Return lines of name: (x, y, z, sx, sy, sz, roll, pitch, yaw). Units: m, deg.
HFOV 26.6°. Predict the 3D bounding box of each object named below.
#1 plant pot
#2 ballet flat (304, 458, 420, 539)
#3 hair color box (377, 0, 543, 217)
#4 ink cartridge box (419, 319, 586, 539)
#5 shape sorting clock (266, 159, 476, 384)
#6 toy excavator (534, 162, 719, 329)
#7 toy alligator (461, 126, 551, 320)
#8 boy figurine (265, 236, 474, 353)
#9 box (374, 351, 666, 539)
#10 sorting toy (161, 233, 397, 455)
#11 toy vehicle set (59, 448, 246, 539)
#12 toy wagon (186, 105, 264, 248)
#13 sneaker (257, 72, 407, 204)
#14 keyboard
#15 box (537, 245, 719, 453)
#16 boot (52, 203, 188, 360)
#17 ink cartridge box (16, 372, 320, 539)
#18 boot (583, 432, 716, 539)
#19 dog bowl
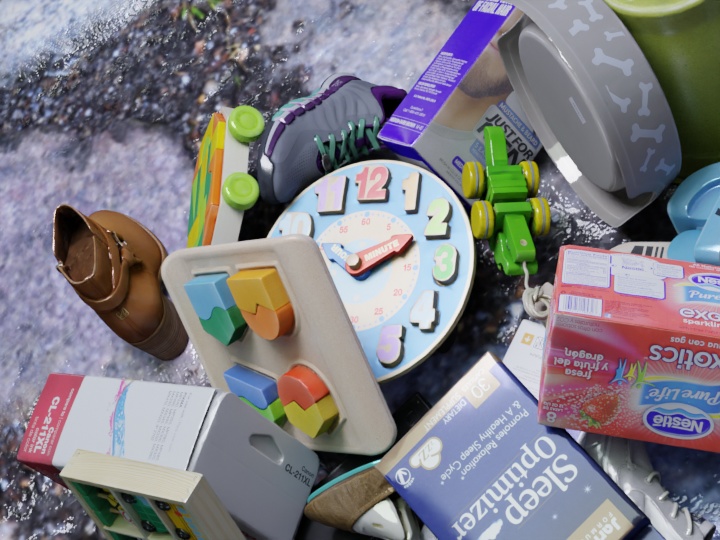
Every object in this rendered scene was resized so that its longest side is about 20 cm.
plant pot: (0.266, -0.201, 1.197, 0.199, 0.193, 0.202, -14, 56, 22)
ballet flat: (0.048, 0.165, 1.157, 0.199, 0.068, 0.073, -30, 64, 14)
hair color box: (0.119, -0.156, 1.300, 0.201, 0.109, 0.065, -55, 33, -9)
ink cartridge box: (0.127, 0.141, 1.177, 0.094, 0.037, 0.201, 17, 70, 36)
shape sorting clock: (0.000, 0.000, 1.250, 0.198, 0.039, 0.202, -12, 60, 20)
toy excavator: (0.252, -0.014, 1.157, 0.199, 0.100, 0.195, 7, 56, 45)
toy alligator: (0.119, -0.028, 1.217, 0.059, 0.054, 0.201, -3, 53, -10)
boy figurine: (-0.006, 0.015, 1.308, 0.199, 0.064, 0.125, 14, 71, 35)
box: (0.116, 0.169, 1.076, 0.121, 0.032, 0.200, -45, 65, 4)
sorting toy: (-0.074, 0.065, 1.217, 0.036, 0.186, 0.199, -32, 15, -36)
toy vehicle set: (-0.136, 0.218, 1.175, 0.123, 0.201, 0.027, 6, 49, 33)
toy wagon: (-0.126, -0.046, 1.363, 0.039, 0.155, 0.202, 10, 60, -14)
sneaker: (-0.018, -0.121, 1.345, 0.087, 0.075, 0.200, 7, 35, 24)
keyboard: (-0.015, 0.178, 1.246, 0.200, 0.021, 0.127, -42, 53, 0)
box: (0.228, 0.057, 1.067, 0.198, 0.095, 0.103, 8, 31, 5)
boot: (-0.237, -0.019, 1.397, 0.074, 0.155, 0.200, -41, 51, 2)
ink cartridge box: (-0.156, 0.154, 1.239, 0.199, 0.146, 0.083, 1, 62, 40)
boot: (0.210, 0.177, 1.097, 0.095, 0.074, 0.202, 1, 71, 23)
dog bowl: (0.177, -0.133, 1.180, 0.058, 0.201, 0.201, -30, 51, -5)
